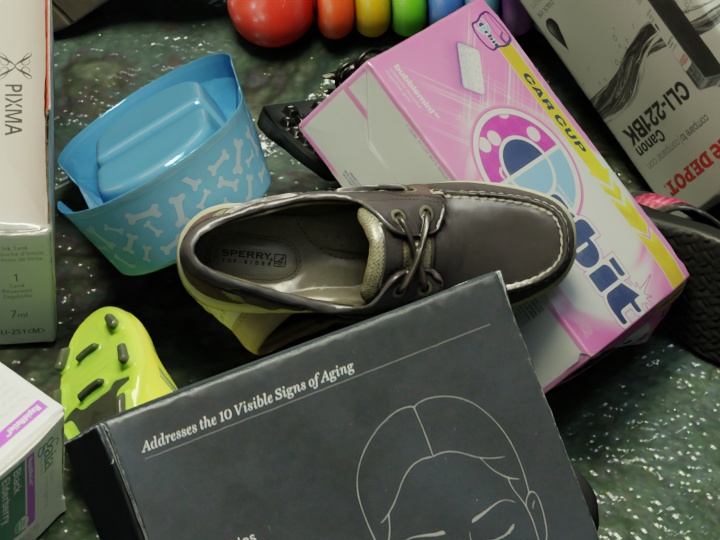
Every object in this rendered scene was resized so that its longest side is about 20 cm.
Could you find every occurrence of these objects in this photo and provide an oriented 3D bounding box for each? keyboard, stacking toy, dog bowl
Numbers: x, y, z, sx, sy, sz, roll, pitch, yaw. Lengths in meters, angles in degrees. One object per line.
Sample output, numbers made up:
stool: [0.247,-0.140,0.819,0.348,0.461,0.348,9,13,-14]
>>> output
keyboard: [0.029,-0.096,1.548,0.199,0.040,0.104,-10,35,-42]
stacking toy: [0.020,-0.167,1.643,0.199,0.086,0.086,-9,49,-4]
dog bowl: [-0.101,-0.055,1.479,0.111,0.050,0.200,-31,18,3]

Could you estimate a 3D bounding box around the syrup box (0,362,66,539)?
syrup box: [-0.244,0.066,1.398,0.200,0.079,0.081,34,53,23]

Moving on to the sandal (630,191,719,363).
sandal: [0.165,-0.011,1.513,0.199,0.075,0.045,29,40,23]

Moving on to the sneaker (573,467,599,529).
sneaker: [0.024,0.105,1.390,0.199,0.072,0.083,24,63,24]

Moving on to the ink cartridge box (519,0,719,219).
ink cartridge box: [0.177,-0.143,1.534,0.084,0.144,0.200,-33,85,-28]

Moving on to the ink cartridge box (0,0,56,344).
ink cartridge box: [-0.183,-0.091,1.482,0.043,0.174,0.201,-2,48,-5]

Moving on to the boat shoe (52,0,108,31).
boat shoe: [-0.133,-0.205,1.634,0.199,0.076,0.072,-16,37,6]

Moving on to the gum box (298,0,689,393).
gum box: [0.075,-0.032,1.457,0.200,0.066,0.113,53,41,3]

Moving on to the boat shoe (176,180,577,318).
boat shoe: [0.008,-0.008,1.363,0.199,0.065,0.072,0,92,0]

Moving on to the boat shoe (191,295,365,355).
boat shoe: [0.000,0.000,1.470,0.199,0.072,0.065,-15,57,-44]

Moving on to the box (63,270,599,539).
box: [-0.004,0.130,1.265,0.199,0.124,0.198,-20,89,-16]

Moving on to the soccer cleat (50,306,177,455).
soccer cleat: [-0.096,0.101,1.398,0.084,0.065,0.201,27,25,-45]
